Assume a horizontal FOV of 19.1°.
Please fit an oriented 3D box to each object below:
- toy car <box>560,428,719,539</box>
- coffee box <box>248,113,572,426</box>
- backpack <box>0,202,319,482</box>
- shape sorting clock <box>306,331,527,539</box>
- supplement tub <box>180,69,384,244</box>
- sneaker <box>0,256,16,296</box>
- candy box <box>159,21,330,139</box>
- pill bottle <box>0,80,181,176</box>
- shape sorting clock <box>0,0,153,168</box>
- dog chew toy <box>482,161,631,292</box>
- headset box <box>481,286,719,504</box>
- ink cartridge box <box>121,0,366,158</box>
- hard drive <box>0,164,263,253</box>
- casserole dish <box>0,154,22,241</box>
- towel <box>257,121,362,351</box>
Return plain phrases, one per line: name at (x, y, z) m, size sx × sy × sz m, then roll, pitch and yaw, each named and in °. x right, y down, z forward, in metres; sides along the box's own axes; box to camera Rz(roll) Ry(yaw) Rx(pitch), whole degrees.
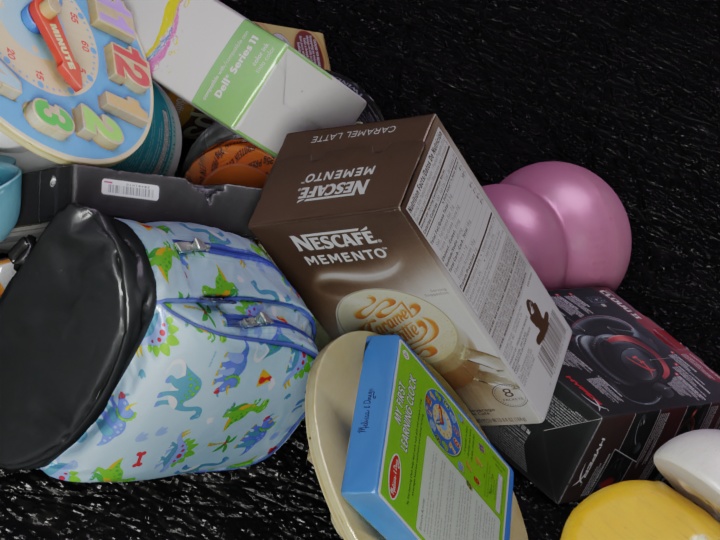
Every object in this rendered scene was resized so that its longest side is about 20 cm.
toy car at (0.204, 0.206, 1.206) m, size 0.200 × 0.175 × 0.150 m, roll 37°, pitch -11°, yaw 29°
coffee box at (0.033, 0.006, 1.313) m, size 0.200 × 0.114 × 0.080 m, roll 54°, pitch 44°, yaw -36°
backpack at (-0.113, 0.047, 1.228) m, size 0.154 × 0.163 × 0.200 m, roll 40°, pitch 19°, yaw 15°
shape sorting clock at (0.034, 0.127, 1.223) m, size 0.200 × 0.039 × 0.201 m, roll 44°, pitch 31°, yaw -35°
supplement tub at (-0.058, -0.069, 1.558) m, size 0.122 × 0.123 × 0.200 m, roll 27°, pitch 23°, yaw 6°
sneaker at (-0.172, 0.023, 1.318) m, size 0.199 × 0.079 × 0.077 m, roll 7°, pitch 14°, yaw -43°
candy box at (-0.134, -0.151, 1.663) m, size 0.199 × 0.115 × 0.056 m, roll 5°, pitch 66°, yaw -39°
pill bottle at (-0.197, -0.099, 1.421) m, size 0.110 × 0.111 × 0.200 m, roll 30°, pitch 1°, yaw 14°
shape sorting clock at (-0.197, -0.150, 1.281) m, size 0.200 × 0.039 × 0.201 m, roll 42°, pitch 30°, yaw -32°
dog chew toy at (0.115, -0.014, 1.622) m, size 0.199 × 0.125 × 0.124 m, roll -13°, pitch 42°, yaw -45°
headset box at (0.163, 0.082, 1.504) m, size 0.199 × 0.075 × 0.149 m, roll -3°, pitch 35°, yaw -48°
ink cartridge box at (-0.107, -0.146, 1.415) m, size 0.200 × 0.067 × 0.117 m, roll 34°, pitch 2°, yaw 31°
hard drive at (-0.171, -0.033, 1.338) m, size 0.139 × 0.038 × 0.200 m, roll 7°, pitch -7°, yaw -38°
casserole dish at (-0.281, -0.016, 1.231) m, size 0.200 × 0.039 × 0.121 m, roll -29°, pitch 26°, yaw -37°
towel at (0.000, 0.000, 1.432) m, size 0.149 × 0.036 × 0.200 m, roll 50°, pitch 39°, yaw -16°
